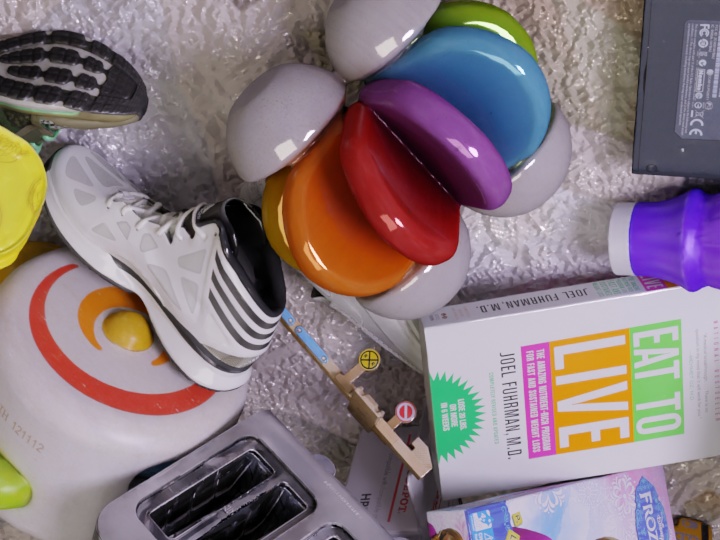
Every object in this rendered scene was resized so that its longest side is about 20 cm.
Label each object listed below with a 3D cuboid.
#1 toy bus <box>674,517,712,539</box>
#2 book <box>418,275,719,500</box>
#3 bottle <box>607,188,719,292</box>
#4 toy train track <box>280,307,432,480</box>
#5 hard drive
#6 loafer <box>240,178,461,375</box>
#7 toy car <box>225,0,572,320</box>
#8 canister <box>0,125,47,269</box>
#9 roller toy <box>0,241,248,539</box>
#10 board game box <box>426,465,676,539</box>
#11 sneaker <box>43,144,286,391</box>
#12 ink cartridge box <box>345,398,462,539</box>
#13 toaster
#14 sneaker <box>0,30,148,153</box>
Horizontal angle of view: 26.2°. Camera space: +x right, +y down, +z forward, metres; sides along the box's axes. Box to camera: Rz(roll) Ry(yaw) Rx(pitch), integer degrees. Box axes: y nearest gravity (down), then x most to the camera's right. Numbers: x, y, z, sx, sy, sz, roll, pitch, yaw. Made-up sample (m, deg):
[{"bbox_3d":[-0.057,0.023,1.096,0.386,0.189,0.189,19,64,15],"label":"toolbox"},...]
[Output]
[{"bbox_3d":[0.210,0.275,1.176,0.078,0.065,0.201,14,127,4],"label":"toy bus"},{"bbox_3d":[0.142,0.072,1.026,0.198,0.048,0.134,-10,119,-4],"label":"book"},{"bbox_3d":[0.254,-0.018,0.949,0.199,0.083,0.066,2,82,24],"label":"bottle"},{"bbox_3d":[-0.016,0.052,1.019,0.032,0.115,0.200,-41,84,-9],"label":"toy train track"},{"bbox_3d":[0.265,-0.116,0.910,0.198,0.033,0.140,4,125,9],"label":"hard drive"},{"bbox_3d":[0.000,0.000,1.030,0.070,0.070,0.200,-21,117,41],"label":"loafer"},{"bbox_3d":[0.031,-0.069,0.897,0.200,0.150,0.175,-45,108,1],"label":"toy car"},{"bbox_3d":[-0.295,-0.038,0.995,0.148,0.087,0.200,28,155,-15],"label":"canister"},{"bbox_3d":[-0.175,0.079,1.045,0.181,0.201,0.140,19,128,-16],"label":"roller toy"},{"bbox_3d":[0.143,0.242,1.028,0.041,0.199,0.202,-14,84,49],"label":"board game box"},{"bbox_3d":[-0.117,-0.030,0.993,0.201,0.076,0.116,47,128,11],"label":"sneaker"},{"bbox_3d":[0.033,0.194,1.123,0.067,0.116,0.201,-4,122,15],"label":"ink cartridge box"},{"bbox_3d":[-0.070,0.209,0.974,0.181,0.199,0.119,43,141,24],"label":"toaster"},{"bbox_3d":[-0.225,-0.101,1.006,0.198,0.077,0.089,4,135,17],"label":"sneaker"}]
